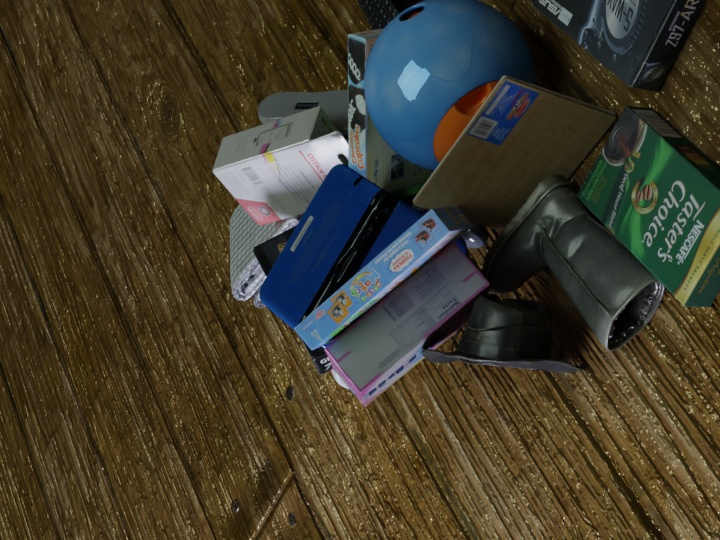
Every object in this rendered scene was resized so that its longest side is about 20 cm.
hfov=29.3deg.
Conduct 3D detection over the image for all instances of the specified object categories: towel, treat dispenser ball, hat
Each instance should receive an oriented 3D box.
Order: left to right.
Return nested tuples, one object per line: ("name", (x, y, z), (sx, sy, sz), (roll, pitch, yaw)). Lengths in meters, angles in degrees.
("towel", (-0.111, -0.064, 1.970), (0.200, 0.085, 0.166), (-47, 33, 37))
("treat dispenser ball", (0.104, -0.215, 1.595), (0.201, 0.200, 0.202), (-5, 84, 54))
("hat", (0.158, 0.067, 1.514), (0.200, 0.200, 0.081), (-2, 83, 54))

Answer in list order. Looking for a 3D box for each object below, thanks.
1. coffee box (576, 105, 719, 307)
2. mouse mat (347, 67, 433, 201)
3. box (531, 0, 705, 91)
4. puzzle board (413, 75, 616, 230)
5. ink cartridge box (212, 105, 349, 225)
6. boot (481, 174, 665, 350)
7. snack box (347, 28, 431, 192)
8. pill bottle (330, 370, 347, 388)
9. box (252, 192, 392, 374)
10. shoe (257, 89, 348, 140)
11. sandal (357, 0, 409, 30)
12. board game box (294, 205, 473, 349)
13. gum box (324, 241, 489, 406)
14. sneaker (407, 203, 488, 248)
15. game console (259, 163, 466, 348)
("coffee box", (0.316, -0.069, 1.422), (0.200, 0.044, 0.123), (54, 130, 41))
("mouse mat", (0.055, -0.196, 1.788), (0.161, 0.008, 0.201), (-19, 87, 52))
("box", (0.283, -0.312, 1.483), (0.200, 0.043, 0.161), (52, 128, 42))
("puzzle board", (0.170, -0.127, 1.544), (0.200, 0.150, 0.017), (-55, 32, 37))
("ink cartridge box", (-0.077, -0.140, 1.800), (0.199, 0.117, 0.068), (-13, 44, 30))
("boot", (0.232, 0.014, 1.528), (0.200, 0.072, 0.182), (54, 132, 33))
("snack box", (0.038, -0.199, 1.709), (0.037, 0.116, 0.201), (22, 120, 45))
("pill bottle", (-0.019, 0.049, 1.831), (0.112, 0.111, 0.200), (-58, 45, 35))
("box", (-0.010, 0.006, 1.761), (0.200, 0.198, 0.050), (59, 175, 35))
("shoe", (-0.040, -0.188, 1.858), (0.199, 0.091, 0.072), (7, 53, 32))
("sandal", (0.049, -0.322, 1.802), (0.075, 0.048, 0.201), (-39, 65, 49))
("board game box", (0.029, 0.005, 1.526), (0.200, 0.151, 0.037), (-42, 84, 14))
("gum box", (0.059, 0.060, 1.559), (0.066, 0.200, 0.114), (50, 174, 13))
("sneaker", (0.062, -0.035, 1.706), (0.199, 0.074, 0.088), (13, 68, 35))
("game console", (0.000, 0.000, 1.675), (0.171, 0.118, 0.201), (36, 97, 48))
